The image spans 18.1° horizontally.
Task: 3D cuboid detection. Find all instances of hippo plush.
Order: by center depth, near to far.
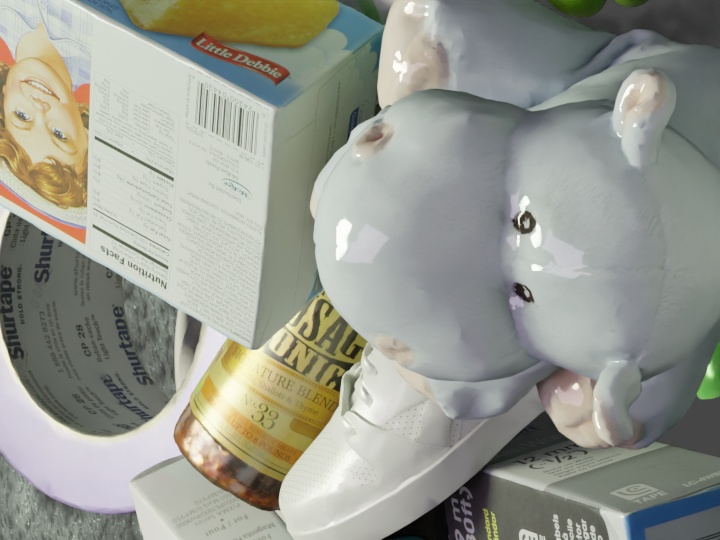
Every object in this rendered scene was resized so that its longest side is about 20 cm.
[{"bbox_3d":[0.068,0.002,0.668,0.199,0.161,0.160,6,111,12],"label":"hippo plush"}]

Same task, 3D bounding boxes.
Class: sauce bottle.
[{"bbox_3d":[0.000,0.000,0.891,0.066,0.066,0.200,43,108,42],"label":"sauce bottle"}]

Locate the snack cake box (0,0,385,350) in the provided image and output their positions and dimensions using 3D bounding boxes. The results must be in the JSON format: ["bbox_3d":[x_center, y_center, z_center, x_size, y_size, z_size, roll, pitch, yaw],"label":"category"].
[{"bbox_3d":[-0.094,-0.071,0.836,0.200,0.067,0.115,29,137,21],"label":"snack cake box"}]

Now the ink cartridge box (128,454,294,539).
[{"bbox_3d":[-0.019,0.187,0.918,0.200,0.057,0.163,49,156,46],"label":"ink cartridge box"}]

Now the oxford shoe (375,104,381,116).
[{"bbox_3d":[-0.026,-0.087,0.911,0.071,0.074,0.200,1,127,40],"label":"oxford shoe"}]

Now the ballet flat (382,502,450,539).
[{"bbox_3d":[0.017,0.104,0.961,0.073,0.073,0.201,-16,84,59],"label":"ballet flat"}]

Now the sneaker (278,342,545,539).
[{"bbox_3d":[0.016,0.015,0.825,0.200,0.116,0.074,-41,22,22],"label":"sneaker"}]

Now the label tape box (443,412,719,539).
[{"bbox_3d":[0.080,0.135,0.860,0.200,0.066,0.144,9,112,61],"label":"label tape box"}]

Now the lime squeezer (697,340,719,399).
[{"bbox_3d":[0.146,0.058,0.771,0.200,0.038,0.071,32,127,48],"label":"lime squeezer"}]

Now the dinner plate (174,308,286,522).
[{"bbox_3d":[-0.047,0.077,1.101,0.200,0.024,0.201,30,126,51],"label":"dinner plate"}]

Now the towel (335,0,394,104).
[{"bbox_3d":[-0.048,-0.115,0.829,0.200,0.023,0.153,-11,113,47],"label":"towel"}]

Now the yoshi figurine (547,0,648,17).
[{"bbox_3d":[0.062,-0.185,0.753,0.112,0.112,0.201,-9,96,52],"label":"yoshi figurine"}]

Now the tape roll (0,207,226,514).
[{"bbox_3d":[-0.091,0.006,1.023,0.200,0.085,0.201,1,91,38],"label":"tape roll"}]
